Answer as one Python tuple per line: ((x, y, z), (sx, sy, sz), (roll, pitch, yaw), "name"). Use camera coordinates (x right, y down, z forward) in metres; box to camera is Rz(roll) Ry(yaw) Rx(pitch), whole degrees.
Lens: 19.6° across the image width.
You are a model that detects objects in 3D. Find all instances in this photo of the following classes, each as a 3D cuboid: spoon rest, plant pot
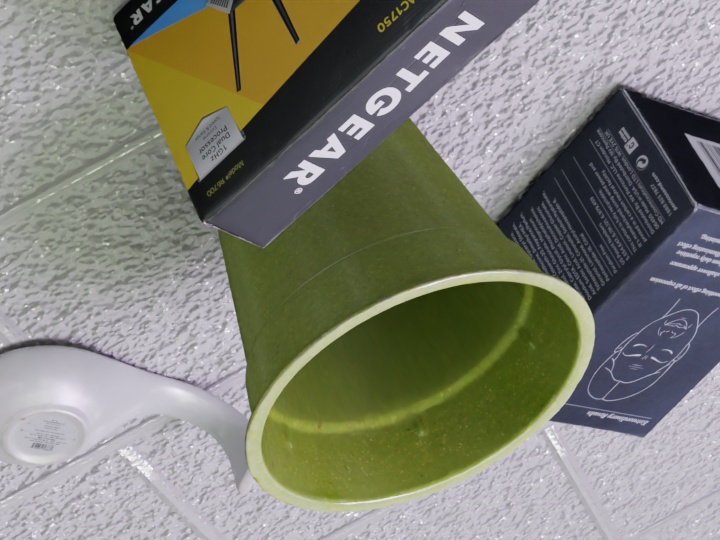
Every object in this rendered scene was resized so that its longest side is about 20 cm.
((-0.157, 0.092, 1.305), (0.200, 0.061, 0.099), (15, 128, -26), "spoon rest")
((0.000, 0.000, 1.156), (0.200, 0.190, 0.200), (-17, 143, -13), "plant pot")

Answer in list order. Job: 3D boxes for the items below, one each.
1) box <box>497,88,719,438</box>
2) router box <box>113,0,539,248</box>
((0.176, 0.000, 1.340), (0.148, 0.107, 0.200), (12, 129, -42), "box")
((-0.018, -0.131, 1.013), (0.200, 0.149, 0.051), (-42, 143, 20), "router box")
